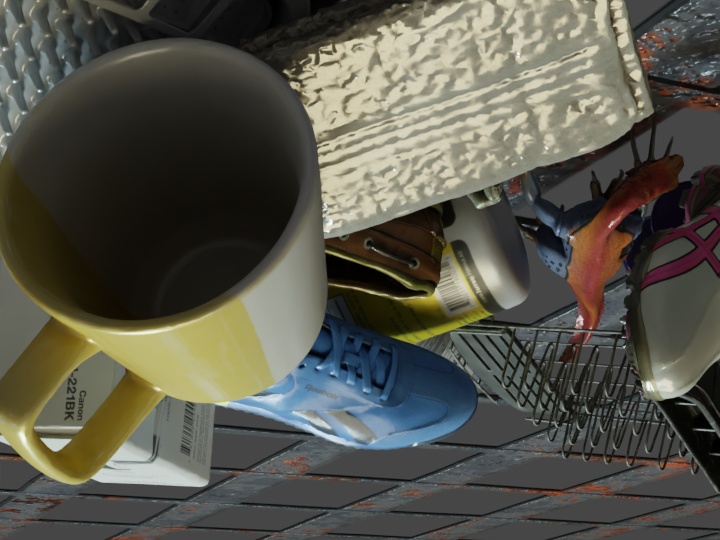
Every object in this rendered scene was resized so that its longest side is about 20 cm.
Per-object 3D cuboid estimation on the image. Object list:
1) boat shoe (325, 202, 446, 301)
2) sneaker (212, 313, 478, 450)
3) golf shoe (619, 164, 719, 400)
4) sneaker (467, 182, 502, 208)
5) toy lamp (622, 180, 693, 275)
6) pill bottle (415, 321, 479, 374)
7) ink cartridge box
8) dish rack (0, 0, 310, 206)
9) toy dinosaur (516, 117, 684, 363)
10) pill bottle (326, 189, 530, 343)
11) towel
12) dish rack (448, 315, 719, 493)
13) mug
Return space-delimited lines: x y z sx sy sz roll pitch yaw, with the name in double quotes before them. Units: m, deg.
"boat shoe" -0.045 -0.023 0.871 0.199 0.068 0.072 4 163 -14
"sneaker" -0.021 0.057 0.911 0.199 0.066 0.079 14 155 -9
"golf shoe" 0.211 -0.001 0.868 0.092 0.200 0.073 -1 125 37
"sneaker" 0.008 -0.080 0.847 0.199 0.089 0.077 8 160 -24
"toy lamp" 0.213 -0.019 1.066 0.058 0.059 0.200 -3 174 5
"pill bottle" 0.018 0.032 1.153 0.115 0.117 0.200 -7 161 19
"ink cartridge box" -0.155 0.050 0.970 0.083 0.145 0.200 0 164 11
"dish rack" -0.139 -0.097 0.750 0.171 0.044 0.200 16 124 -45
"toy dinosaur" 0.159 -0.023 0.956 0.104 0.201 0.182 -17 -167 1
"pill bottle" 0.000 0.000 0.995 0.199 0.113 0.112 -20 157 15
"towel" 0.042 -0.094 0.774 0.199 0.035 0.133 -18 135 8
"dish rack" 0.155 0.085 1.022 0.199 0.055 0.154 3 150 33
"mug" -0.097 -0.001 0.750 0.186 0.150 0.153 -25 153 -2
